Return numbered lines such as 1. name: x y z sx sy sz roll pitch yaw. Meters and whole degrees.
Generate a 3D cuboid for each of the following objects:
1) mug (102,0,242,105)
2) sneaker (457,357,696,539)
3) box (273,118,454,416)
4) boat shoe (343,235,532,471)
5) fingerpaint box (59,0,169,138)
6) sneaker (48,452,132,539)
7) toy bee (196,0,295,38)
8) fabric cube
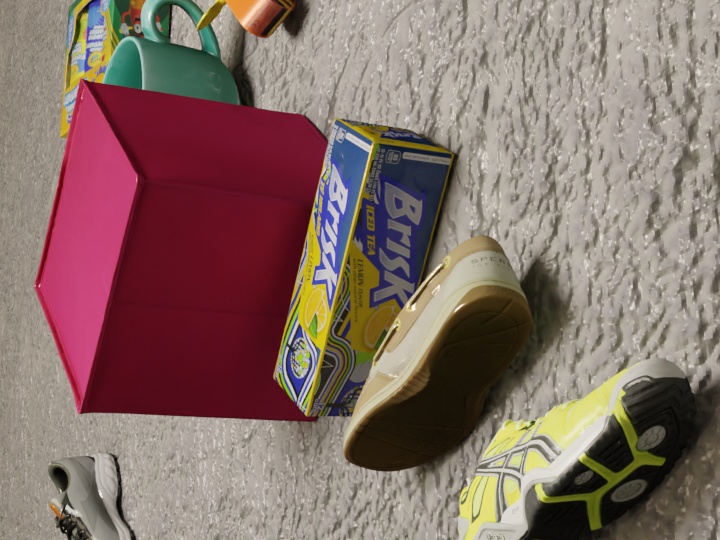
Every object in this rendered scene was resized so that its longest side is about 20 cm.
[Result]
1. mug: -0.173 -0.149 1.191 0.186 0.113 0.153 -59 37 37
2. sneaker: 0.101 0.104 0.673 0.200 0.075 0.077 -55 40 40
3. box: 0.000 0.000 0.885 0.064 0.069 0.202 37 118 55
4. boat shoe: 0.047 0.058 0.799 0.200 0.073 0.067 -54 28 41
5. fingerpaint box: -0.293 -0.251 1.477 0.200 0.073 0.169 -10 77 61
6. sneaker: -0.303 0.289 1.394 0.074 0.079 0.201 -63 36 31
7. toy bee: -0.110 -0.291 1.138 0.130 0.108 0.202 -25 77 29
8. fabric cube: -0.128 -0.013 0.994 0.196 0.198 0.202 52 129 51
